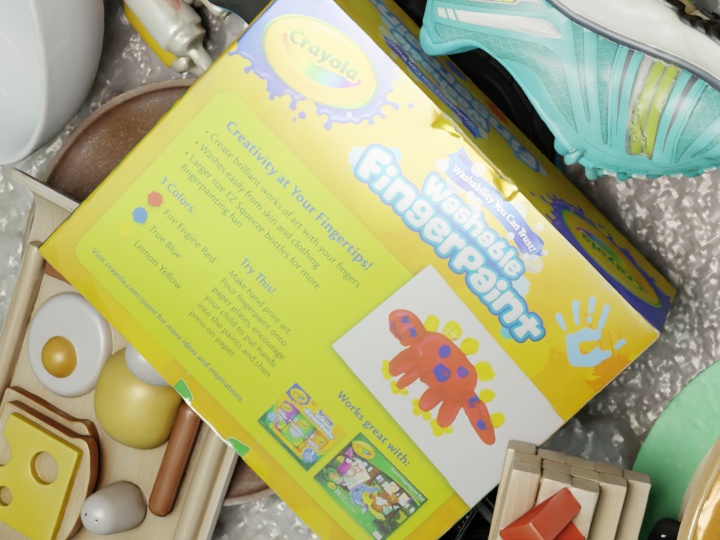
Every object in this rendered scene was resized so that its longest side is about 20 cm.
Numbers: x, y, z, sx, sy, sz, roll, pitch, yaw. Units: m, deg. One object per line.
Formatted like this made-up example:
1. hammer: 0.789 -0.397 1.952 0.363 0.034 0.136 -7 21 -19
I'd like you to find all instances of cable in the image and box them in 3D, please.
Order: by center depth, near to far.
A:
1. cable: -0.127 -0.170 1.086 0.200 0.050 0.097 39 152 14

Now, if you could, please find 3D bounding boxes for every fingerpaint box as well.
1. fingerpaint box: 0.000 0.000 0.950 0.200 0.073 0.167 45 109 0

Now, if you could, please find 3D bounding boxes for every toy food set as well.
1. toy food set: -0.132 0.071 1.083 0.143 0.060 0.200 26 107 23

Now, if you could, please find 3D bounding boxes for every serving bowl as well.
1. serving bowl: -0.179 -0.153 1.091 0.200 0.066 0.200 39 144 36

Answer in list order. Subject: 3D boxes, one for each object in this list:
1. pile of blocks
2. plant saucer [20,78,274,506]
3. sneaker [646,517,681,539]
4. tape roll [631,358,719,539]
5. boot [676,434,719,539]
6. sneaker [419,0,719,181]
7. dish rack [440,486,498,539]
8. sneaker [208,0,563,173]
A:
1. pile of blocks: 0.043 0.158 0.906 0.082 0.062 0.200 36 105 -4
2. plant saucer: -0.070 0.009 1.096 0.200 0.037 0.201 4 97 29
3. sneaker: 0.192 0.113 0.886 0.200 0.077 0.111 -25 93 35
4. tape roll: 0.207 0.119 0.951 0.200 0.048 0.201 3 97 29
5. boot: 0.218 0.066 0.825 0.144 0.071 0.201 31 72 31
6. sneaker: 0.113 -0.067 0.900 0.200 0.077 0.080 35 107 13
7. dish rack: 0.040 0.200 1.023 0.153 0.054 0.200 48 119 41
8. sneaker: 0.014 -0.079 1.011 0.082 0.073 0.200 -32 96 37
